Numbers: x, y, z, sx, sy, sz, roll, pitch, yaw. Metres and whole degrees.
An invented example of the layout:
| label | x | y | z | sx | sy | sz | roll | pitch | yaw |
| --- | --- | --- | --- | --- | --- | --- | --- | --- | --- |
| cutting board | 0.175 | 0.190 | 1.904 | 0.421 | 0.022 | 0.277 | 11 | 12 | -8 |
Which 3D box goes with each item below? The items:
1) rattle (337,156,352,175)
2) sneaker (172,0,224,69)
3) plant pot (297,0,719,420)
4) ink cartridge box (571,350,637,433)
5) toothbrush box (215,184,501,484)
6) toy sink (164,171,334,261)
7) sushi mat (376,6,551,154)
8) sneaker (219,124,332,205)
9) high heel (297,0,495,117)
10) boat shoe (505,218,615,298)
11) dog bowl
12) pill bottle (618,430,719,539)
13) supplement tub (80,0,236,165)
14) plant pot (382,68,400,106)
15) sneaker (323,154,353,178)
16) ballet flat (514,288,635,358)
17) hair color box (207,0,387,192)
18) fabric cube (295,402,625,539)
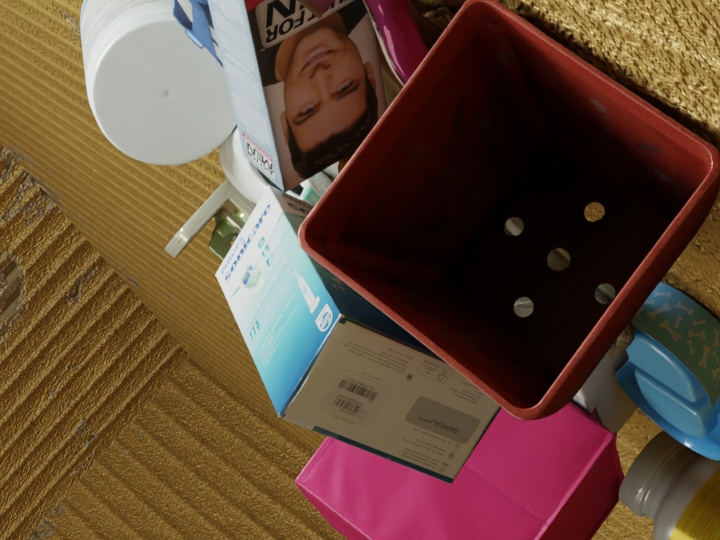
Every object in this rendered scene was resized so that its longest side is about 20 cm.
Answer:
| label | x | y | z | sx | sy | sz | roll | pitch | yaw |
| --- | --- | --- | --- | --- | --- | --- | --- | --- | --- |
| rattle | 0.000 | 0.000 | 1.373 | 0.130 | 0.200 | 0.143 | 44 | -150 | 2 |
| sneaker | -0.086 | -0.182 | 1.297 | 0.082 | 0.074 | 0.200 | 21 | 151 | 38 |
| plant pot | 0.114 | -0.025 | 1.162 | 0.200 | 0.200 | 0.176 | 38 | -178 | 23 |
| ink cartridge box | 0.148 | 0.043 | 1.527 | 0.200 | 0.083 | 0.145 | 34 | 167 | 32 |
| toothbrush box | -0.003 | 0.041 | 1.225 | 0.146 | 0.086 | 0.200 | 24 | -161 | -28 |
| toy sink | -0.064 | -0.059 | 1.573 | 0.112 | 0.200 | 0.130 | 43 | 168 | -4 |
| sushi mat | 0.084 | -0.111 | 1.288 | 0.095 | 0.012 | 0.200 | -4 | 137 | 45 |
| sneaker | -0.037 | -0.048 | 1.466 | 0.200 | 0.075 | 0.088 | 39 | 171 | -3 |
| high heel | 0.043 | -0.176 | 1.164 | 0.200 | 0.096 | 0.068 | 30 | -154 | -37 |
| boat shoe | 0.125 | -0.017 | 1.428 | 0.200 | 0.065 | 0.071 | 38 | 168 | 24 |
| dog bowl | 0.252 | 0.077 | 1.391 | 0.111 | 0.050 | 0.200 | 35 | 167 | 32 |
| pill bottle | 0.327 | 0.226 | 1.532 | 0.200 | 0.112 | 0.112 | 36 | 167 | 27 |
| supplement tub | -0.172 | -0.184 | 1.505 | 0.132 | 0.132 | 0.200 | 47 | -170 | -25 |
| plant pot | 0.018 | -0.152 | 1.396 | 0.200 | 0.028 | 0.200 | 40 | 168 | 11 |
| sneaker | -0.039 | -0.126 | 1.426 | 0.084 | 0.073 | 0.200 | 24 | 160 | 50 |
| ballet flat | 0.134 | 0.043 | 1.374 | 0.199 | 0.046 | 0.068 | 5 | 123 | 54 |
| hair color box | -0.045 | -0.164 | 1.228 | 0.061 | 0.099 | 0.201 | 41 | 154 | 39 |
| fabric cube | 0.094 | 0.186 | 1.533 | 0.199 | 0.200 | 0.196 | 34 | 169 | 22 |
